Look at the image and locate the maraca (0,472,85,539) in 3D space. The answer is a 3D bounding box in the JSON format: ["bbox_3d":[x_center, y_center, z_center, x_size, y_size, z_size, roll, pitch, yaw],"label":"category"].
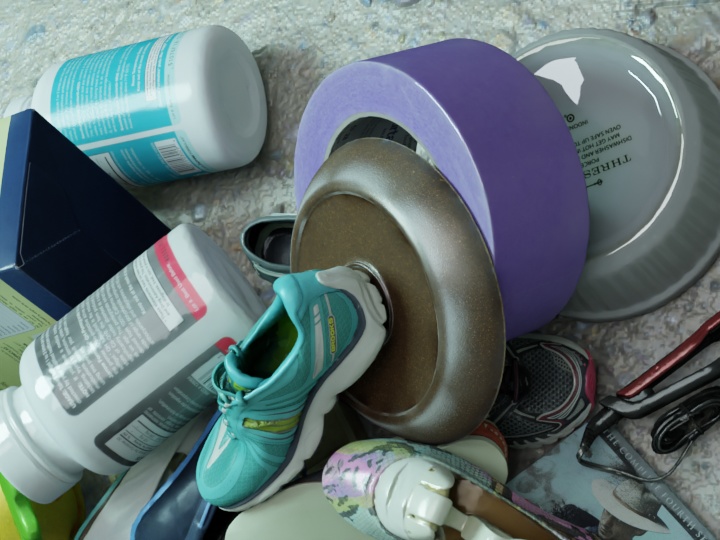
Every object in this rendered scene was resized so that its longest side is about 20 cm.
[{"bbox_3d":[-0.263,0.175,1.161,0.106,0.200,0.138,-25,68,-21],"label":"maraca"}]

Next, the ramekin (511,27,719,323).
[{"bbox_3d":[0.156,-0.072,1.052,0.201,0.094,0.204,-6,77,24],"label":"ramekin"}]

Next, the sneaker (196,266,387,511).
[{"bbox_3d":[-0.062,0.072,0.970,0.201,0.079,0.078,-59,46,30],"label":"sneaker"}]

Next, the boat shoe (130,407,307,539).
[{"bbox_3d":[-0.078,0.143,1.082,0.069,0.084,0.201,47,112,28],"label":"boat shoe"}]

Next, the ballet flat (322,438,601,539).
[{"bbox_3d":[0.069,0.159,0.954,0.199,0.071,0.070,25,88,4],"label":"ballet flat"}]

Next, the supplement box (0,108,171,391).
[{"bbox_3d":[-0.276,0.008,1.169,0.198,0.200,0.135,-14,57,22],"label":"supplement box"}]

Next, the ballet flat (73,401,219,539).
[{"bbox_3d":[-0.139,0.141,1.143,0.069,0.069,0.201,35,99,27],"label":"ballet flat"}]

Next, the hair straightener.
[{"bbox_3d":[0.230,0.076,1.006,0.199,0.041,0.077,-35,67,4],"label":"hair straightener"}]

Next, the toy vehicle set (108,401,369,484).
[{"bbox_3d":[-0.100,0.132,1.171,0.199,0.026,0.125,-34,67,16],"label":"toy vehicle set"}]

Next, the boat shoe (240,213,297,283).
[{"bbox_3d":[0.000,0.000,1.129,0.198,0.062,0.073,15,83,26],"label":"boat shoe"}]

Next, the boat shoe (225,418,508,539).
[{"bbox_3d":[0.005,0.150,1.031,0.199,0.063,0.072,-23,105,7],"label":"boat shoe"}]

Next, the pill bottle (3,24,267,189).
[{"bbox_3d":[-0.182,-0.121,1.214,0.198,0.111,0.112,-8,76,23],"label":"pill bottle"}]

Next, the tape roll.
[{"bbox_3d":[0.048,-0.043,0.994,0.199,0.084,0.202,25,124,46],"label":"tape roll"}]

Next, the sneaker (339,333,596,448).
[{"bbox_3d":[0.067,0.082,1.075,0.198,0.075,0.081,-3,78,24],"label":"sneaker"}]

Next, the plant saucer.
[{"bbox_3d":[0.013,0.018,0.971,0.200,0.032,0.202,28,126,46],"label":"plant saucer"}]

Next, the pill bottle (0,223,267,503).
[{"bbox_3d":[-0.162,0.069,1.056,0.199,0.111,0.111,-38,66,5],"label":"pill bottle"}]

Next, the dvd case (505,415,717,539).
[{"bbox_3d":[0.128,0.202,0.999,0.199,0.022,0.146,-33,64,-17],"label":"dvd case"}]
